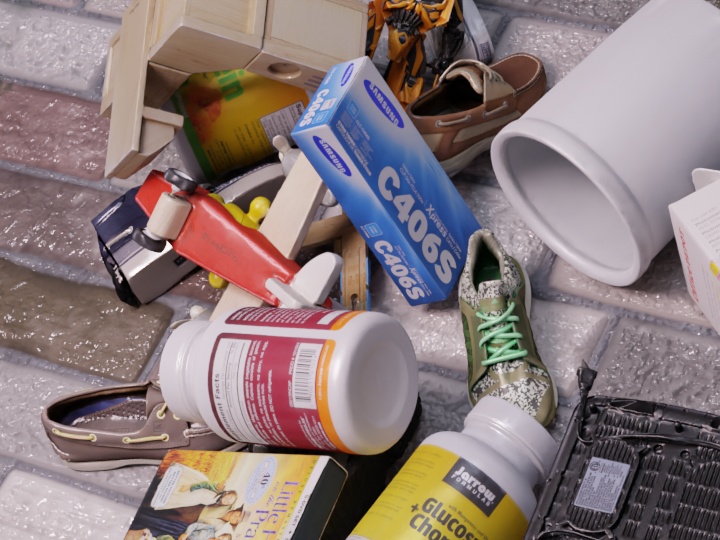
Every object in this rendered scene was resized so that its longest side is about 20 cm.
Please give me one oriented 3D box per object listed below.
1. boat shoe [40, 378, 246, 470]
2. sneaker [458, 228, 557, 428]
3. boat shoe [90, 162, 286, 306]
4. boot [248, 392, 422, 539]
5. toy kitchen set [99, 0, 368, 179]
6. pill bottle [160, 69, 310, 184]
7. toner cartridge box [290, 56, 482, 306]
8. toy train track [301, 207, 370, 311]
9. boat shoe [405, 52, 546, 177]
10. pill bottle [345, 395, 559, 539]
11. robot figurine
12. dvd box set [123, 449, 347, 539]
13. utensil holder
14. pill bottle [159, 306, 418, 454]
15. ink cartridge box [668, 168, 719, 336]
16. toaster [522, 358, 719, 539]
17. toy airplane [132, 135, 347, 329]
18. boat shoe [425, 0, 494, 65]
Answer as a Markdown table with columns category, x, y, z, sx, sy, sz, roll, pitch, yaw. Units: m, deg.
| category | x | y | z | sx | sy | sz | roll | pitch | yaw |
| --- | --- | --- | --- | --- | --- | --- | --- | --- | --- |
| boat shoe | -0.178 | 0.126 | 1.771 | 0.198 | 0.060 | 0.072 | -8 | 51 | 13 |
| sneaker | 0.112 | 0.049 | 1.713 | 0.076 | 0.089 | 0.201 | -16 | 51 | 6 |
| boat shoe | -0.158 | -0.059 | 1.896 | 0.199 | 0.075 | 0.093 | -32 | 58 | -6 |
| boot | -0.042 | 0.163 | 1.707 | 0.130 | 0.068 | 0.201 | 7 | 53 | 35 |
| toy kitchen set | -0.121 | -0.150 | 1.814 | 0.179 | 0.200 | 0.165 | 15 | 66 | -23 |
| pill bottle | -0.086 | -0.169 | 1.934 | 0.199 | 0.111 | 0.112 | -23 | 50 | 0 |
| toner cartridge box | 0.025 | -0.075 | 1.757 | 0.043 | 0.200 | 0.095 | -13 | 36 | 37 |
| toy train track | 0.000 | 0.000 | 1.824 | 0.114 | 0.033 | 0.201 | -14 | 54 | 20 |
| boat shoe | 0.106 | -0.153 | 1.857 | 0.075 | 0.072 | 0.200 | 21 | 42 | 29 |
| pill bottle | 0.068 | 0.199 | 1.599 | 0.112 | 0.112 | 0.200 | 26 | 66 | 33 |
| robot figurine | 0.025 | -0.194 | 1.870 | 0.058 | 0.144 | 0.202 | 15 | 85 | 65 |
| dvd box set | -0.114 | 0.215 | 1.652 | 0.199 | 0.029 | 0.147 | -2 | 53 | 45 |
| utensil holder | 0.239 | -0.114 | 1.749 | 0.200 | 0.171 | 0.170 | -42 | 52 | -19 |
| pill bottle | -0.061 | 0.086 | 1.661 | 0.199 | 0.113 | 0.114 | 2 | 53 | 36 |
| ink cartridge box | 0.344 | 0.003 | 1.644 | 0.125 | 0.129 | 0.201 | -27 | 51 | -4 |
| toaster | 0.227 | 0.194 | 1.544 | 0.179 | 0.119 | 0.201 | 11 | 58 | 25 |
| toy airplane | -0.087 | -0.011 | 1.791 | 0.198 | 0.141 | 0.201 | -15 | 86 | 19 |
| boat shoe | 0.063 | -0.266 | 1.989 | 0.069 | 0.071 | 0.201 | -23 | 56 | -3 |
